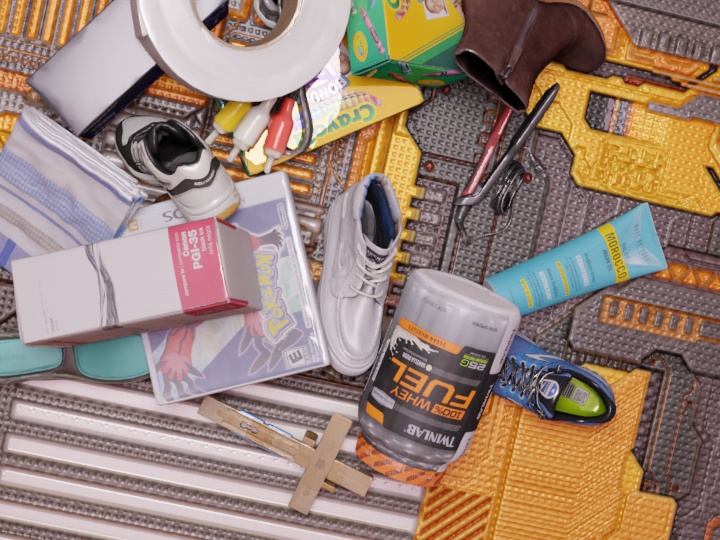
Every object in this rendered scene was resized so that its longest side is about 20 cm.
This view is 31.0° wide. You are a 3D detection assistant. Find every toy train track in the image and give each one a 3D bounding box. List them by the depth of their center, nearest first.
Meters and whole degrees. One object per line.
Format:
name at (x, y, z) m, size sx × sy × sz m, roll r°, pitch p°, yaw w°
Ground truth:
toy train track at (-0.080, 0.185, 1.398) m, size 0.200 × 0.033 × 0.115 m, roll 27°, pitch 98°, yaw 0°

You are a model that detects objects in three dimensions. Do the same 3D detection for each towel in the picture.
towel at (-0.313, -0.056, 1.308) m, size 0.147 × 0.024 × 0.200 m, roll 37°, pitch 127°, yaw -4°

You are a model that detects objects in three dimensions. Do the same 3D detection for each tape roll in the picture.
tape roll at (-0.113, -0.257, 1.210) m, size 0.202 × 0.071 × 0.203 m, roll -3°, pitch 100°, yaw -16°

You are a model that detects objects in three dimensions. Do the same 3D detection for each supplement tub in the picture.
supplement tub at (0.073, 0.109, 1.318) m, size 0.122 × 0.123 × 0.200 m, roll 19°, pitch 100°, yaw -6°

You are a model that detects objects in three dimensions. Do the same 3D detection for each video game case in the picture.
video game case at (-0.139, 0.018, 1.303) m, size 0.182 × 0.023 × 0.201 m, roll -14°, pitch 87°, yaw 7°

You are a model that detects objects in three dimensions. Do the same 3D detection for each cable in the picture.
cable at (-0.071, -0.191, 1.279) m, size 0.097 × 0.050 × 0.200 m, roll 26°, pitch 103°, yaw -3°

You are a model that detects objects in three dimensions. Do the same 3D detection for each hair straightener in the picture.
hair straightener at (0.164, -0.114, 1.393) m, size 0.077 × 0.041 × 0.200 m, roll 26°, pitch 91°, yaw -6°

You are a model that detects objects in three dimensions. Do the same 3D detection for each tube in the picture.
tube at (0.233, -0.002, 1.407) m, size 0.200 × 0.050 × 0.078 m, roll -22°, pitch 108°, yaw -8°

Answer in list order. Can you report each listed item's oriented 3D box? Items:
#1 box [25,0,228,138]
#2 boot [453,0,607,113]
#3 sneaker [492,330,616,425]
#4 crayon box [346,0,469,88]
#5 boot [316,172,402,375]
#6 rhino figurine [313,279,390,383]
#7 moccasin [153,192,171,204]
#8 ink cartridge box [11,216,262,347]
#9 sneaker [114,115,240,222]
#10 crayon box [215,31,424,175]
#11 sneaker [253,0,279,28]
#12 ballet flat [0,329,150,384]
box at (-0.229, -0.226, 1.304) m, size 0.200 × 0.141 × 0.079 m, roll -43°, pitch 95°, yaw -1°
boot at (0.172, -0.219, 1.319) m, size 0.200 × 0.072 × 0.167 m, roll 35°, pitch 51°, yaw -29°
sneaker at (0.185, 0.112, 1.384) m, size 0.200 × 0.089 × 0.079 m, roll 19°, pitch 91°, yaw -3°
crayon box at (0.042, -0.289, 1.294) m, size 0.119 × 0.058 × 0.201 m, roll 1°, pitch 80°, yaw -42°
boot at (0.000, 0.000, 1.323) m, size 0.073 × 0.096 × 0.201 m, roll 5°, pitch 69°, yaw -20°
rhino figurine at (-0.015, 0.073, 1.380) m, size 0.200 × 0.060 × 0.088 m, roll 26°, pitch 81°, yaw -9°
moccasin at (-0.188, 0.019, 1.352) m, size 0.073 × 0.078 × 0.202 m, roll 5°, pitch 93°, yaw -8°
ink cartridge box at (-0.208, 0.014, 1.227) m, size 0.199 × 0.147 × 0.083 m, roll -11°, pitch 85°, yaw 7°
sneaker at (-0.190, -0.124, 1.292) m, size 0.076 × 0.200 × 0.088 m, roll -39°, pitch 136°, yaw -16°
crayon box at (-0.049, -0.190, 1.355) m, size 0.200 × 0.058 × 0.119 m, roll -24°, pitch 95°, yaw -3°
sneaker at (-0.023, -0.323, 1.328) m, size 0.200 × 0.115 × 0.075 m, roll -43°, pitch 96°, yaw -1°
ballet flat at (-0.299, 0.083, 1.352) m, size 0.199 × 0.064 × 0.068 m, roll -2°, pitch 91°, yaw -1°
